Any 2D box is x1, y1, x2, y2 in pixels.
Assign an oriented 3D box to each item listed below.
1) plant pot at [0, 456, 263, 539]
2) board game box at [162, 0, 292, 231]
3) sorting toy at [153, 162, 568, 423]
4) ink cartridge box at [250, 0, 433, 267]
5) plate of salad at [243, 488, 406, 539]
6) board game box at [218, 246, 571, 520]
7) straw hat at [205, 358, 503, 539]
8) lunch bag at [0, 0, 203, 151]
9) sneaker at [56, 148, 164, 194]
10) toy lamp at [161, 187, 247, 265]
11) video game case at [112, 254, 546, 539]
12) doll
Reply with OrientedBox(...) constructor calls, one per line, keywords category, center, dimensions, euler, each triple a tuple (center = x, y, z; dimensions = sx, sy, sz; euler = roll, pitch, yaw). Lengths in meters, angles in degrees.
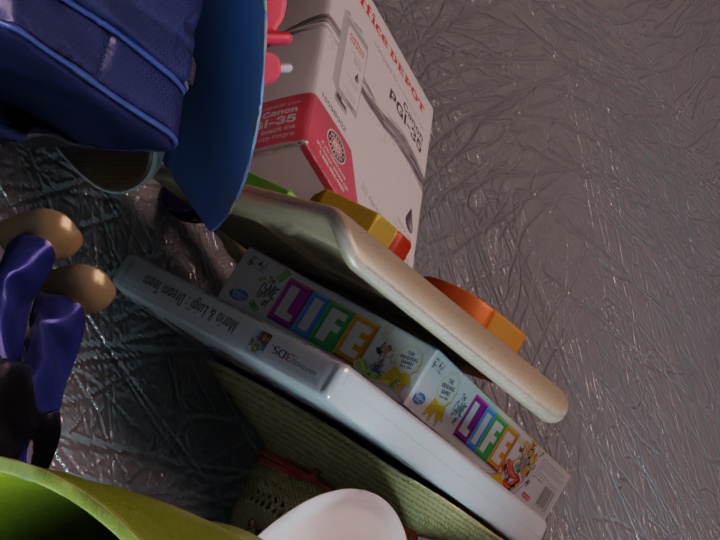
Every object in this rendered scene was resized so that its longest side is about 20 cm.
OrientedBox(category="plant pot", center=(-0.100, 0.167, 0.786), dimensions=(0.193, 0.199, 0.202), euler=(8, 67, -68))
OrientedBox(category="board game box", center=(-0.066, -0.117, 1.032), dimensions=(0.200, 0.039, 0.159), euler=(-128, -138, -55))
OrientedBox(category="sorting toy", center=(0.000, 0.000, 1.080), dimensions=(0.185, 0.200, 0.037), euler=(39, 81, -36))
OrientedBox(category="ink cartridge box", center=(-0.026, -0.082, 1.294), dimensions=(0.147, 0.082, 0.201), euler=(57, 27, -35))
OrientedBox(category="plate of salad", center=(-0.045, 0.196, 1.017), dimensions=(0.200, 0.048, 0.201), euler=(-32, 134, -40))
OrientedBox(category="board game box", center=(0.022, 0.066, 1.135), dimensions=(0.034, 0.134, 0.200), euler=(-57, 146, -8))
OrientedBox(category="straw hat", center=(-0.021, 0.137, 1.123), dimensions=(0.085, 0.200, 0.201), euler=(-58, 144, -7))
OrientedBox(category="lunch bag", center=(-0.159, -0.125, 0.906), dimensions=(0.200, 0.135, 0.133), euler=(29, 67, -58))
OrientedBox(category="sneaker", center=(-0.140, -0.142, 1.069), dimensions=(0.201, 0.072, 0.085), euler=(69, 25, -9))
OrientedBox(category="toy lamp", center=(-0.046, 0.019, 1.214), dimensions=(0.200, 0.058, 0.058), euler=(55, 28, -33))
OrientedBox(category="video game case", center=(-0.016, 0.071, 1.096), dimensions=(0.200, 0.182, 0.024), euler=(41, 79, -44))
OrientedBox(category="doll", center=(-0.161, 0.068, 0.907), dimensions=(0.137, 0.048, 0.201), euler=(63, 29, -46))
